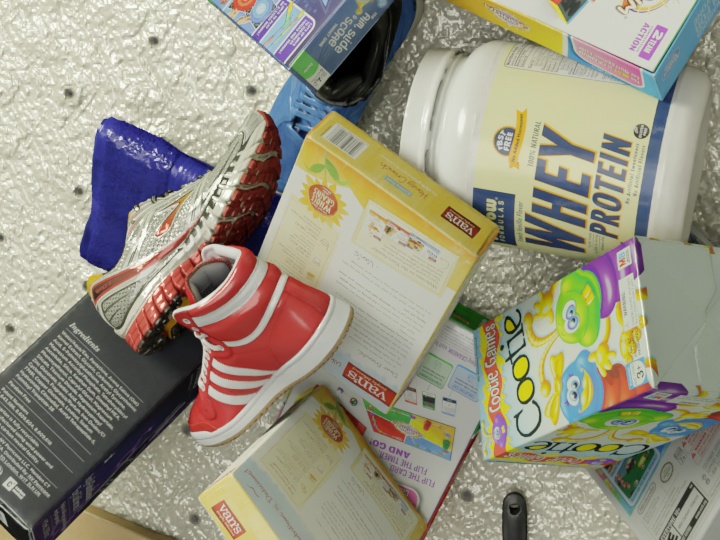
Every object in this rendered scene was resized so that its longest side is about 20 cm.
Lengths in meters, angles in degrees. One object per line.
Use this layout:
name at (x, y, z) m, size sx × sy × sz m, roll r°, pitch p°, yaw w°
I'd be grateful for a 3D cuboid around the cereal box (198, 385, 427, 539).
cereal box at (-0.029, 0.179, 1.066) m, size 0.039 × 0.200 × 0.144 m, roll -35°, pitch 91°, yaw 23°

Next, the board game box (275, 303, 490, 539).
board game box at (0.021, 0.108, 1.170) m, size 0.153 × 0.040 × 0.201 m, roll 29°, pitch 111°, yaw 10°

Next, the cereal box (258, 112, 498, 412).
cereal box at (0.000, 0.000, 1.047) m, size 0.144 × 0.040 × 0.200 m, roll 36°, pitch 139°, yaw 7°

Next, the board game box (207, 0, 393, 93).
board game box at (-0.009, -0.236, 1.026) m, size 0.200 × 0.034 × 0.135 m, roll -49°, pitch 45°, yaw 4°

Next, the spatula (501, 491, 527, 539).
spatula at (0.127, 0.276, 1.196) m, size 0.056 × 0.021 × 0.201 m, roll -1°, pitch 101°, yaw 6°

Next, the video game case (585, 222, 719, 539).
video game case at (0.232, 0.090, 1.044) m, size 0.024 × 0.182 × 0.201 m, roll 13°, pitch 114°, yaw -28°

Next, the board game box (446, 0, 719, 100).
board game box at (0.155, -0.224, 0.984) m, size 0.200 × 0.040 × 0.153 m, roll 31°, pitch 85°, yaw 26°

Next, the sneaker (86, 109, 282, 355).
sneaker at (-0.131, -0.039, 1.082) m, size 0.082 × 0.078 × 0.200 m, roll 36°, pitch 88°, yaw 15°

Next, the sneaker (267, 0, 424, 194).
sneaker at (-0.030, -0.135, 1.093) m, size 0.077 × 0.111 × 0.200 m, roll 39°, pitch 113°, yaw 5°

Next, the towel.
towel at (-0.130, -0.031, 1.182) m, size 0.199 × 0.050 × 0.148 m, roll 27°, pitch 131°, yaw 10°

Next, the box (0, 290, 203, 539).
box at (-0.223, 0.112, 1.153) m, size 0.104 × 0.148 × 0.200 m, roll 43°, pitch 71°, yaw 6°

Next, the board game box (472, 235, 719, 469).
board game box at (0.175, 0.064, 1.007) m, size 0.200 × 0.103 × 0.105 m, roll -37°, pitch 51°, yaw 56°

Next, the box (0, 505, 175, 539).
box at (-0.247, 0.293, 1.326) m, size 0.199 × 0.021 × 0.164 m, roll 20°, pitch 109°, yaw 12°

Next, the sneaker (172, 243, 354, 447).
sneaker at (-0.101, 0.053, 1.059) m, size 0.112 × 0.071 × 0.200 m, roll 33°, pitch 135°, yaw -16°

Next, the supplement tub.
supplement tub at (0.139, -0.084, 1.031) m, size 0.199 × 0.145 × 0.146 m, roll 10°, pitch 107°, yaw 16°
